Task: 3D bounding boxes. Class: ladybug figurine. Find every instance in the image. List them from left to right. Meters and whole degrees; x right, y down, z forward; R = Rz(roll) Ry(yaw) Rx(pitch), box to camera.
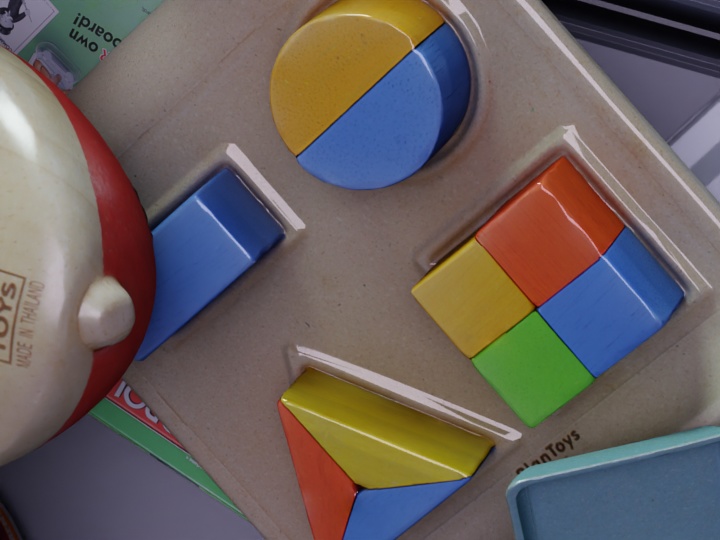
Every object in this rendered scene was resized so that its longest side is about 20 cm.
[{"bbox_3d":[-0.126,-0.008,0.844,0.200,0.072,0.136,23,106,43],"label":"ladybug figurine"}]

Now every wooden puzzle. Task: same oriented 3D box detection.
[{"bbox_3d":[0.000,0.000,0.840,0.185,0.046,0.200,-40,88,28],"label":"wooden puzzle"}]

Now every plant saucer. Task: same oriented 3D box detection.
[{"bbox_3d":[0.090,0.130,0.854,0.070,0.019,0.200,-13,123,-1],"label":"plant saucer"}]

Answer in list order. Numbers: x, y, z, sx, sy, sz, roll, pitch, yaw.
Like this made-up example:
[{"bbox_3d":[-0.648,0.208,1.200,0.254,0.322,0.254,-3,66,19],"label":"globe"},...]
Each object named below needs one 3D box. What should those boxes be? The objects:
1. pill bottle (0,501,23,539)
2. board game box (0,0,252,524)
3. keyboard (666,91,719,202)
[{"bbox_3d":[-0.172,0.110,0.852,0.113,0.200,0.113,0,91,8],"label":"pill bottle"},{"bbox_3d":[-0.069,-0.022,0.906,0.200,0.029,0.135,34,112,6],"label":"board game box"},{"bbox_3d":[0.143,-0.046,0.905,0.200,0.011,0.056,-43,90,6],"label":"keyboard"}]
